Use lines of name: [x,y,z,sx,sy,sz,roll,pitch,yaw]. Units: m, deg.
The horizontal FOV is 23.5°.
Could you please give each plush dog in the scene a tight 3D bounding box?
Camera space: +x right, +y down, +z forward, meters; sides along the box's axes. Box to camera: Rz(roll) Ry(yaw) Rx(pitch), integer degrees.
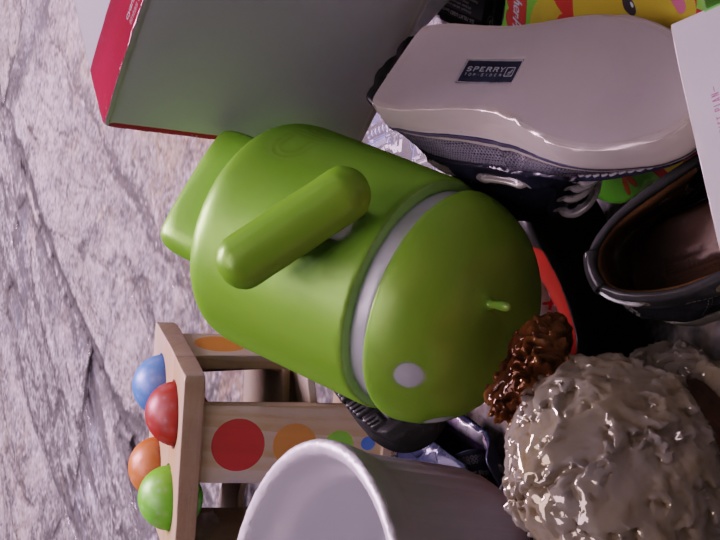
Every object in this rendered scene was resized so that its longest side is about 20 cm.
plush dog: [0.140,0.089,0.728,0.161,0.171,0.200,-59,42,45]

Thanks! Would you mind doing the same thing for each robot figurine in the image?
robot figurine: [0.000,0.000,0.832,0.200,0.175,0.116,23,74,32]

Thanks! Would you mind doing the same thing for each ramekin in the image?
ramekin: [0.013,0.191,0.902,0.200,0.098,0.201,-20,67,58]

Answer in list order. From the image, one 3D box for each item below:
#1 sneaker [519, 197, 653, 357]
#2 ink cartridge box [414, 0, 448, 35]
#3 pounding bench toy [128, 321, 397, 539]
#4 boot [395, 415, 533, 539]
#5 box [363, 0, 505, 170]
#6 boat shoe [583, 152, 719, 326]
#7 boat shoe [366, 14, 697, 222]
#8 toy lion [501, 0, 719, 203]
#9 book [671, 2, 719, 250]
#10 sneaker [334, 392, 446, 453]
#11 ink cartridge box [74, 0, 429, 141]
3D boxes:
sneaker: [0.103,0.059,0.909,0.108,0.067,0.202,129,133,-54]
ink cartridge box: [0.051,-0.248,0.938,0.200,0.050,0.161,-46,45,41]
pounding bench toy: [-0.069,0.145,1.107,0.124,0.156,0.200,-136,49,-70]
boot: [0.066,0.152,0.969,0.200,0.073,0.091,40,133,54]
box: [0.033,-0.113,1.039,0.200,0.050,0.199,36,123,54]
boat shoe: [0.182,-0.035,0.706,0.200,0.068,0.072,-31,59,32]
boat shoe: [0.098,-0.063,0.793,0.200,0.093,0.075,18,69,50]
toy lion: [0.123,-0.104,0.822,0.192,0.069,0.200,49,158,30]
book: [0.219,-0.066,0.619,0.200,0.048,0.134,-21,70,30]
sneaker: [0.013,0.037,0.982,0.200,0.076,0.091,-109,-3,-50]
ink cartridge box: [-0.066,-0.184,0.911,0.200,0.145,0.145,-110,34,-42]
